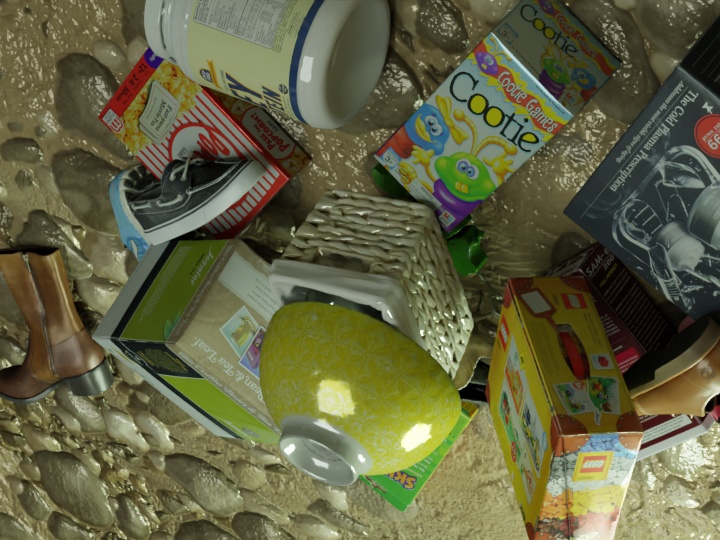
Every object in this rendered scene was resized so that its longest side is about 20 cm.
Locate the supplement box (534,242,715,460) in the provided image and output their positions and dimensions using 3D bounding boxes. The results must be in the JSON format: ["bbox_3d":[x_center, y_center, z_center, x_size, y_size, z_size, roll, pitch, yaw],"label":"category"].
[{"bbox_3d":[0.247,0.079,1.587,0.200,0.061,0.109,51,137,-7],"label":"supplement box"}]

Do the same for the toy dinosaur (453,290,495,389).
[{"bbox_3d":[0.080,0.076,1.674,0.199,0.058,0.102,-15,71,33],"label":"toy dinosaur"}]

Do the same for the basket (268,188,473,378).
[{"bbox_3d":[0.018,0.031,1.565,0.135,0.124,0.200,12,147,28],"label":"basket"}]

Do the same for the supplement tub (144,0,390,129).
[{"bbox_3d":[-0.087,-0.228,1.546,0.199,0.145,0.146,22,132,23],"label":"supplement tub"}]

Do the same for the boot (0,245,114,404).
[{"bbox_3d":[-0.419,0.068,2.070,0.187,0.068,0.201,-3,118,38],"label":"boot"}]

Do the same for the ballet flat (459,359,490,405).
[{"bbox_3d":[0.154,0.133,1.681,0.199,0.057,0.067,15,149,39],"label":"ballet flat"}]

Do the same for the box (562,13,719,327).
[{"bbox_3d":[0.306,-0.076,1.396,0.182,0.104,0.200,38,137,5],"label":"box"}]

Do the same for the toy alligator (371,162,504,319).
[{"bbox_3d":[0.093,-0.038,1.615,0.200,0.059,0.054,47,136,-2],"label":"toy alligator"}]

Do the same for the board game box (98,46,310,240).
[{"bbox_3d":[-0.167,-0.140,1.741,0.200,0.046,0.151,45,137,-1],"label":"board game box"}]

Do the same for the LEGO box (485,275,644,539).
[{"bbox_3d":[0.178,0.126,1.485,0.077,0.201,0.150,-2,131,-11],"label":"LEGO box"}]

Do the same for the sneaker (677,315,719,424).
[{"bbox_3d":[0.363,0.127,1.513,0.200,0.095,0.079,37,133,8],"label":"sneaker"}]

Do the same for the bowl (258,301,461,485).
[{"bbox_3d":[-0.017,0.132,1.515,0.199,0.108,0.201,21,150,13],"label":"bowl"}]

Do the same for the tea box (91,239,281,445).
[{"bbox_3d":[-0.141,0.077,1.751,0.200,0.134,0.196,42,158,-29],"label":"tea box"}]

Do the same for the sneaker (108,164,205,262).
[{"bbox_3d":[-0.223,-0.030,1.864,0.090,0.078,0.201,6,123,56],"label":"sneaker"}]

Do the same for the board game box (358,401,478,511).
[{"bbox_3d":[0.051,0.186,1.837,0.095,0.030,0.200,38,133,8],"label":"board game box"}]

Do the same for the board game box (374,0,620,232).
[{"bbox_3d":[0.120,-0.143,1.484,0.105,0.103,0.200,45,137,-1],"label":"board game box"}]

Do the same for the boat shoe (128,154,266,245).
[{"bbox_3d":[-0.175,-0.086,1.709,0.200,0.072,0.068,-20,110,52],"label":"boat shoe"}]

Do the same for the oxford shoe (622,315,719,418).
[{"bbox_3d":[0.273,0.109,1.467,0.071,0.071,0.200,41,151,-5],"label":"oxford shoe"}]
